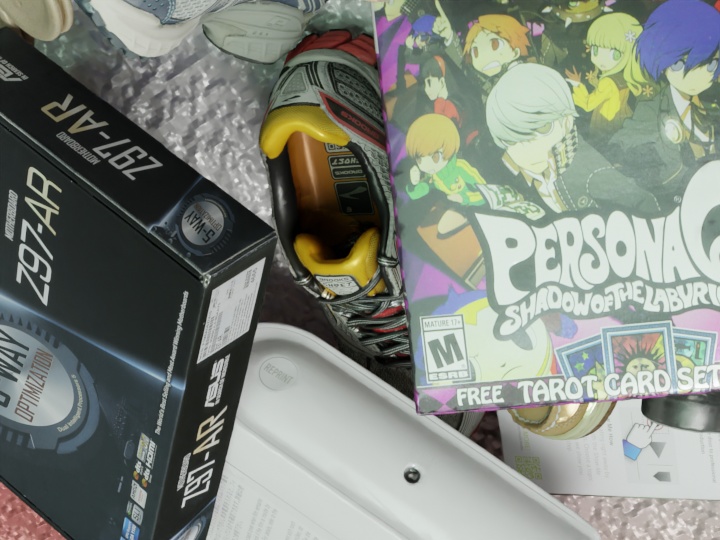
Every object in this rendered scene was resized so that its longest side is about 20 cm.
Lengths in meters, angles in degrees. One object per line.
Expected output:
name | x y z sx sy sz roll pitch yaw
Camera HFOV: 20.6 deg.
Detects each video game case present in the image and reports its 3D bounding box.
video game case | 0.109 -0.044 0.733 0.199 0.036 0.182 -5 96 11

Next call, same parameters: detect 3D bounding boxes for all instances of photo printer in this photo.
photo printer | -0.002 0.114 0.906 0.200 0.069 0.167 33 150 9

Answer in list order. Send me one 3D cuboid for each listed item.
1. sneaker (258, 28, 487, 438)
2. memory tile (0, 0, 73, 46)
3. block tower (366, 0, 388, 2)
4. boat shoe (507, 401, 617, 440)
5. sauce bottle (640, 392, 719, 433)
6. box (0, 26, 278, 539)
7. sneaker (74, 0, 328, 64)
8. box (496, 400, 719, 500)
sneaker | 0.000 0.000 0.873 0.078 0.082 0.200 -12 114 25
memory tile | -0.195 -0.150 0.854 0.153 0.017 0.200 55 154 -12
block tower | 0.001 -0.196 0.684 0.058 0.054 0.201 12 103 14
boat shoe | 0.061 -0.030 0.799 0.072 0.076 0.201 -6 87 49
sauce bottle | 0.145 -0.037 0.781 0.065 0.065 0.201 9 103 17
box | -0.122 0.021 0.843 0.160 0.043 0.200 37 135 21
sneaker | -0.059 -0.137 0.770 0.086 0.200 0.078 -42 80 21
box | 0.152 0.032 0.860 0.199 0.036 0.145 1 116 22
